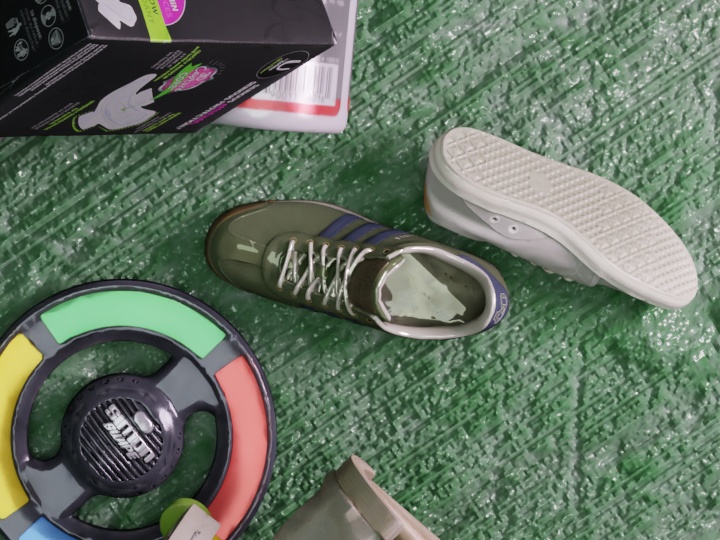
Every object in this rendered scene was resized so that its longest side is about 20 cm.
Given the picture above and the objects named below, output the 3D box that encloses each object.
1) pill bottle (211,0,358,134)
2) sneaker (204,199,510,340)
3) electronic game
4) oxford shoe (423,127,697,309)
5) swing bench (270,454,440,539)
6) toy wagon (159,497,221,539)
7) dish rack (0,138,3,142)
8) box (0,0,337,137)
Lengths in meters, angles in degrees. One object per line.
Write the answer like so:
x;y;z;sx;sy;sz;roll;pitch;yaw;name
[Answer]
-0.055;-0.189;1.327;0.113;0.114;0.202;5;95;-4;pill bottle
0.000;0.000;1.360;0.198;0.090;0.068;12;96;-4;sneaker
-0.152;0.106;1.386;0.198;0.042;0.202;0;95;-3;electronic game
0.125;-0.027;1.386;0.199;0.076;0.058;24;135;-13;oxford shoe
-0.023;0.236;1.325;0.199;0.130;0.200;-43;125;0;swing bench
-0.154;0.226;1.310;0.039;0.155;0.200;36;116;-1;toy wagon
-0.283;-0.141;1.250;0.199;0.055;0.153;38;124;-7;dish rack
-0.137;-0.164;1.190;0.124;0.199;0.150;-27;77;36;box
